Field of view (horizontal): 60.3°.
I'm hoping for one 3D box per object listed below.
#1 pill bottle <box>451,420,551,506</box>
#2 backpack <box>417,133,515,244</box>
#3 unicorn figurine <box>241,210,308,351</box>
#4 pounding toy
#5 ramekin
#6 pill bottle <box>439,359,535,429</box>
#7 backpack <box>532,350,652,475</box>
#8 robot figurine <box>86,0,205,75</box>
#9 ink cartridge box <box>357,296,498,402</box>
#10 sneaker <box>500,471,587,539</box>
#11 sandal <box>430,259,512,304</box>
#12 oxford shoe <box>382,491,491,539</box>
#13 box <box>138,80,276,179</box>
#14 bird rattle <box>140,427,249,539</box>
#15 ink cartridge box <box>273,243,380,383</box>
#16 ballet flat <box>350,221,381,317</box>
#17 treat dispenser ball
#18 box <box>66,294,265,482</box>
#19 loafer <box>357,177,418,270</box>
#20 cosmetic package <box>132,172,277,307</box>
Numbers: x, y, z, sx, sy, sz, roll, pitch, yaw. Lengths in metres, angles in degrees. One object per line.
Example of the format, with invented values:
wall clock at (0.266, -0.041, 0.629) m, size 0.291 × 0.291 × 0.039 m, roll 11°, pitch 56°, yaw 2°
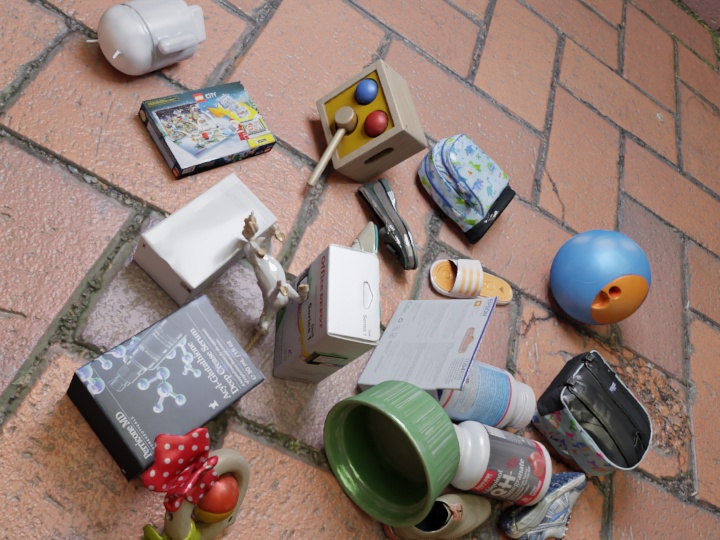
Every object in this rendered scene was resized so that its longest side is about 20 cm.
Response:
pill bottle at (0.207, 0.314, 1.028) m, size 0.199 × 0.111 × 0.111 m, roll 21°, pitch 56°, yaw -20°
backpack at (0.217, -0.184, 1.292) m, size 0.200 × 0.154 × 0.163 m, roll 39°, pitch 58°, yaw 9°
unicorn figurine at (-0.136, 0.018, 0.927) m, size 0.074 × 0.137 × 0.201 m, roll -6°, pitch 84°, yaw -28°
pounding toy at (-0.004, -0.262, 1.169) m, size 0.142 × 0.199 × 0.185 m, roll 16°, pitch 53°, yaw -57°
ramekin at (0.049, 0.260, 0.912) m, size 0.098 × 0.200 × 0.201 m, roll -25°, pitch 80°, yaw -45°
pill bottle at (0.201, 0.214, 1.079) m, size 0.199 × 0.109 × 0.109 m, roll 20°, pitch 57°, yaw -21°
backpack at (0.436, 0.278, 1.160) m, size 0.200 × 0.151 × 0.177 m, roll 46°, pitch 54°, yaw 7°
robot figurine at (-0.361, -0.405, 1.062) m, size 0.169 × 0.113 × 0.200 m, roll 23°, pitch 44°, yaw 30°
ink cartridge box at (0.118, 0.127, 1.024) m, size 0.041 × 0.199 × 0.200 m, roll 58°, pitch 46°, yaw -30°
sneaker at (0.328, 0.422, 1.079) m, size 0.199 × 0.077 × 0.086 m, roll -23°, pitch 89°, yaw -30°
sandal at (0.233, 0.015, 1.234) m, size 0.206 × 0.059 × 0.080 m, roll 12°, pitch 60°, yaw -26°
oxford shoe at (0.137, 0.387, 0.970) m, size 0.199 × 0.075 × 0.071 m, roll 0°, pitch 66°, yaw -31°
box at (-0.264, -0.250, 1.087) m, size 0.200 × 0.038 × 0.137 m, roll -26°, pitch 81°, yaw -38°
bird rattle at (-0.205, 0.283, 0.775) m, size 0.163 × 0.112 × 0.201 m, roll -7°, pitch 107°, yaw -61°
ink cartridge box at (-0.055, 0.071, 0.941) m, size 0.084 × 0.200 × 0.146 m, roll 14°, pitch 59°, yaw -25°
ballet flat at (0.000, 0.000, 1.102) m, size 0.069 × 0.069 × 0.201 m, roll 11°, pitch 60°, yaw -26°
treat dispenser ball at (0.503, 0.014, 1.306) m, size 0.200 × 0.201 × 0.202 m, roll 14°, pitch 59°, yaw -24°
box at (-0.259, 0.154, 0.834) m, size 0.200 × 0.107 × 0.149 m, roll -35°, pitch 87°, yaw -38°
loafer at (0.050, -0.083, 1.181) m, size 0.063 × 0.072 × 0.201 m, roll -13°, pitch 65°, yaw -15°
cosmetic package at (-0.240, -0.051, 0.971) m, size 0.113 × 0.081 × 0.200 m, roll 47°, pitch 52°, yaw -1°
